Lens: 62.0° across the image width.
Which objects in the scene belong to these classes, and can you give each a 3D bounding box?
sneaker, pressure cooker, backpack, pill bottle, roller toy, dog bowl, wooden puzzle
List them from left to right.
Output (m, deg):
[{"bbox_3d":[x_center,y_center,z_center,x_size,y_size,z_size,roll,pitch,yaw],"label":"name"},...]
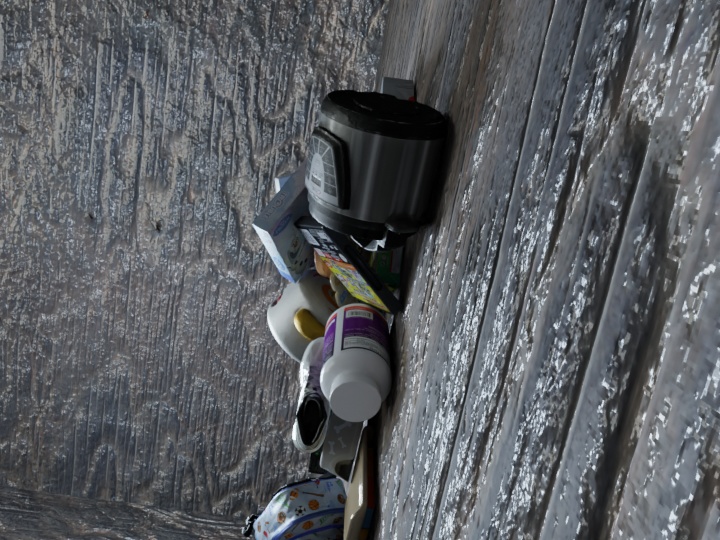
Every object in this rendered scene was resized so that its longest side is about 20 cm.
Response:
[{"bbox_3d":[-0.104,0.486,1.158,0.154,0.199,0.191,54,137,38],"label":"backpack"},{"bbox_3d":[-0.087,0.094,1.234,0.140,0.200,0.183,-45,49,18],"label":"roller toy"},{"bbox_3d":[-0.067,0.201,1.010,0.115,0.075,0.202,117,161,-68],"label":"sneaker"},{"bbox_3d":[-0.023,0.274,1.084,0.200,0.058,0.201,14,-90,-86],"label":"dog bowl"},{"bbox_3d":[-0.006,0.146,0.963,0.200,0.112,0.113,-88,8,-62],"label":"pill bottle"},{"bbox_3d":[-0.003,0.387,0.979,0.200,0.037,0.186,-78,-1,-64],"label":"wooden puzzle"},{"bbox_3d":[0.018,-0.128,0.819,0.176,0.178,0.201,-61,-16,-61],"label":"pressure cooker"}]

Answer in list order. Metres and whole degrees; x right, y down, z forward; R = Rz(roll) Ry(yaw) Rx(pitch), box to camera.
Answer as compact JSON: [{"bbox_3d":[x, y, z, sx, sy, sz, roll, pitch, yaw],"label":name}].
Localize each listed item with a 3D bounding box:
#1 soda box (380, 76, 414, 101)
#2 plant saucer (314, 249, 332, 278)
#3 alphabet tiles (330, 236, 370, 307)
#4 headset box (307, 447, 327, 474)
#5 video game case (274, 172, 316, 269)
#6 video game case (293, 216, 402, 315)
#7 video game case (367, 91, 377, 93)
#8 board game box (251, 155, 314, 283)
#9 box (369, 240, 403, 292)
[{"bbox_3d":[0.071,-0.313,1.189,0.201,0.068,0.064,-85,3,-50],"label":"soda box"},{"bbox_3d":[-0.032,-0.081,1.177,0.200,0.032,0.201,17,-90,-74],"label":"plant saucer"},{"bbox_3d":[0.000,0.000,1.188,0.196,0.015,0.201,-56,-39,-43],"label":"alphabet tiles"},{"bbox_3d":[-0.061,0.352,1.429,0.200,0.092,0.175,-86,7,-56],"label":"headset box"},{"bbox_3d":[-0.082,-0.114,1.245,0.023,0.182,0.201,19,123,49],"label":"video game case"},{"bbox_3d":[-0.026,-0.014,0.994,0.025,0.181,0.200,-42,17,-10],"label":"video game case"},{"bbox_3d":[0.015,-0.231,1.088,0.200,0.019,0.144,-152,55,-80],"label":"video game case"},{"bbox_3d":[-0.101,-0.103,1.130,0.200,0.043,0.199,-53,-22,-18],"label":"board game box"},{"bbox_3d":[0.041,-0.011,1.112,0.200,0.048,0.118,125,153,-77],"label":"box"}]
